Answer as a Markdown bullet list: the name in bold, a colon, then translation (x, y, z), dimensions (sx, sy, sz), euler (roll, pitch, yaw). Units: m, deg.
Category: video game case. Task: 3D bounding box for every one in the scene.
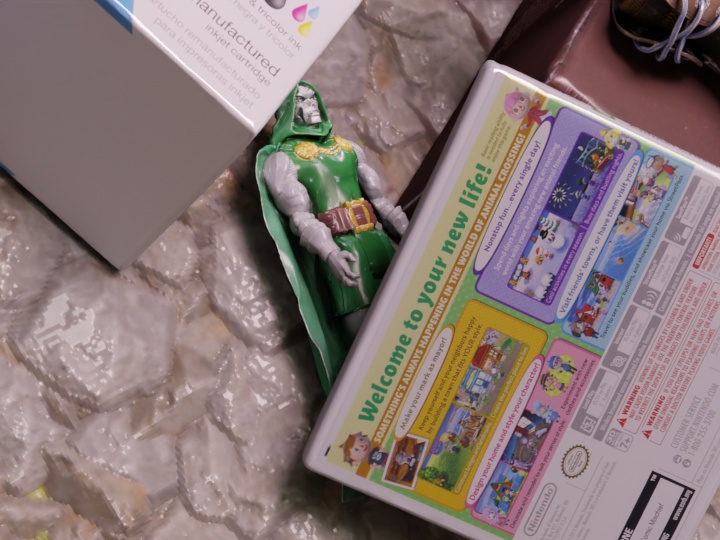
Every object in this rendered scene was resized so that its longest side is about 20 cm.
- **video game case**: translation (0.095, 0.034, 0.898), dimensions (0.181, 0.022, 0.201), euler (24, 100, -9)

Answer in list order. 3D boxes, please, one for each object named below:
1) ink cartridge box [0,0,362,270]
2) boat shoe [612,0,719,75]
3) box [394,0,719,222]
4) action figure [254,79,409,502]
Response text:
- **ink cartridge box**: translation (-0.085, -0.139, 0.919), dimensions (0.146, 0.146, 0.201), euler (41, 51, -8)
- **boat shoe**: translation (0.149, -0.130, 0.907), dimensions (0.072, 0.072, 0.200), euler (-31, 74, -32)
- **box**: translation (0.150, -0.072, 1.020), dimensions (0.166, 0.164, 0.201), euler (39, 53, -9)
- **action figure**: translation (0.000, 0.000, 0.962), dimensions (0.118, 0.055, 0.202), euler (-15, 78, -47)
